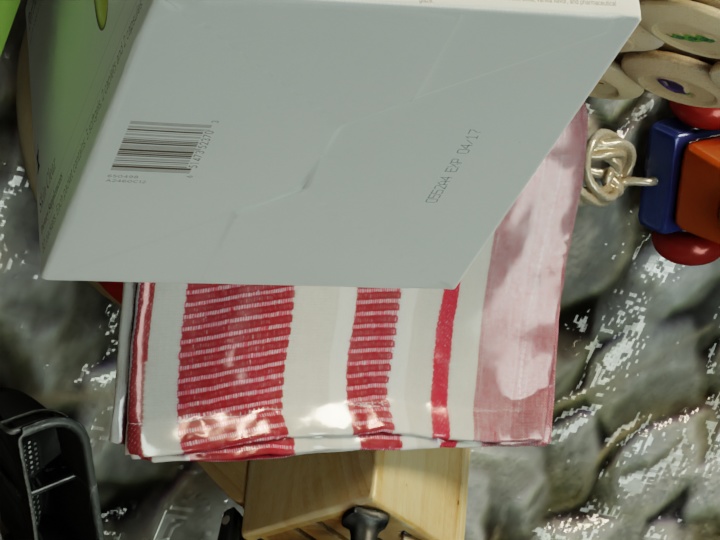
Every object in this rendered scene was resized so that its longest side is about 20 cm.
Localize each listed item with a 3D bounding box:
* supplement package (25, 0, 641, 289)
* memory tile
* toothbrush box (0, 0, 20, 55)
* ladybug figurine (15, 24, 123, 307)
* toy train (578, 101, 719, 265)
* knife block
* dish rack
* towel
[{"bbox_3d":[-0.018,-0.085,0.992,0.155,0.111,0.200,2,154,-16],"label":"supplement package"},{"bbox_3d":[0.074,-0.097,1.147,0.153,0.200,0.017,28,76,-42],"label":"memory tile"},{"bbox_3d":[-0.172,-0.154,0.965,0.086,0.145,0.201,-23,136,-66],"label":"toothbrush box"},{"bbox_3d":[-0.059,-0.050,1.162,0.136,0.072,0.200,-35,130,-12],"label":"ladybug figurine"},{"bbox_3d":[0.168,-0.026,1.300,0.199,0.116,0.085,-12,122,-28],"label":"toy train"},{"bbox_3d":[0.009,0.082,1.216,0.200,0.176,0.064,-52,132,2],"label":"knife block"},{"bbox_3d":[-0.199,0.138,1.188,0.199,0.055,0.154,-20,125,-23],"label":"dish rack"},{"bbox_3d":[0.000,0.000,1.147,0.199,0.023,0.145,0,100,-34],"label":"towel"}]
